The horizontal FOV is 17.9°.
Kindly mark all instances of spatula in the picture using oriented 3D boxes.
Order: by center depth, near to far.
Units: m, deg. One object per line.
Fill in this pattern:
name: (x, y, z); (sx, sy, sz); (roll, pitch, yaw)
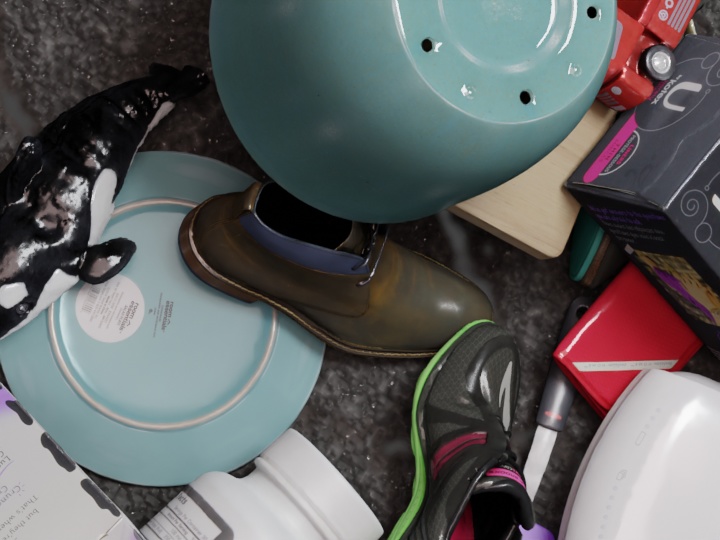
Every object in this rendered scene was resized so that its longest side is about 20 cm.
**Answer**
spatula: (0.107, 0.110, 1.365); (0.056, 0.021, 0.201); (20, 80, -1)

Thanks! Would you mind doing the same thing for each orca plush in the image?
orca plush: (-0.167, -0.054, 1.318); (0.200, 0.071, 0.105); (-41, 62, -9)

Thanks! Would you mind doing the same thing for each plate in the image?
plate: (-0.117, 0.027, 1.353); (0.198, 0.026, 0.202); (1, 83, -6)

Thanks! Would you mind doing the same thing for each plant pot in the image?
plant pot: (0.041, -0.131, 1.191); (0.199, 0.161, 0.202); (1, 86, -23)

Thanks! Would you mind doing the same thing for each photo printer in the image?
photo printer: (0.218, 0.158, 1.339); (0.199, 0.069, 0.167); (24, 84, -5)

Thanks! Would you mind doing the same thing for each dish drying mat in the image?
dish drying mat: (0.201, 0.003, 1.377); (0.200, 0.018, 0.077); (-46, 114, -10)

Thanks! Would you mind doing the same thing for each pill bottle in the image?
pill bottle: (-0.086, 0.185, 1.291); (0.200, 0.111, 0.111); (-42, 88, -9)

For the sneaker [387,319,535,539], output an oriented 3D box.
sneaker: (0.069, 0.121, 1.307); (0.077, 0.083, 0.201); (37, 53, -38)

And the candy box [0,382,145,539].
candy box: (-0.232, 0.147, 1.254); (0.168, 0.072, 0.200); (-42, 55, -9)

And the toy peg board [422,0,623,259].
toy peg board: (0.050, -0.136, 1.335); (0.199, 0.098, 0.200); (27, 77, -20)

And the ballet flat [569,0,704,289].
ballet flat: (0.174, -0.083, 1.377); (0.068, 0.068, 0.202); (11, 82, -12)

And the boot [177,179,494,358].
boot: (0.000, 0.000, 1.318); (0.199, 0.097, 0.075); (16, 72, -17)

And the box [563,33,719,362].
box: (0.234, -0.022, 1.314); (0.122, 0.106, 0.200); (-49, 118, -11)

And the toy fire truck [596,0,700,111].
toy fire truck: (0.146, -0.209, 1.301); (0.141, 0.049, 0.201); (34, 76, -18)
